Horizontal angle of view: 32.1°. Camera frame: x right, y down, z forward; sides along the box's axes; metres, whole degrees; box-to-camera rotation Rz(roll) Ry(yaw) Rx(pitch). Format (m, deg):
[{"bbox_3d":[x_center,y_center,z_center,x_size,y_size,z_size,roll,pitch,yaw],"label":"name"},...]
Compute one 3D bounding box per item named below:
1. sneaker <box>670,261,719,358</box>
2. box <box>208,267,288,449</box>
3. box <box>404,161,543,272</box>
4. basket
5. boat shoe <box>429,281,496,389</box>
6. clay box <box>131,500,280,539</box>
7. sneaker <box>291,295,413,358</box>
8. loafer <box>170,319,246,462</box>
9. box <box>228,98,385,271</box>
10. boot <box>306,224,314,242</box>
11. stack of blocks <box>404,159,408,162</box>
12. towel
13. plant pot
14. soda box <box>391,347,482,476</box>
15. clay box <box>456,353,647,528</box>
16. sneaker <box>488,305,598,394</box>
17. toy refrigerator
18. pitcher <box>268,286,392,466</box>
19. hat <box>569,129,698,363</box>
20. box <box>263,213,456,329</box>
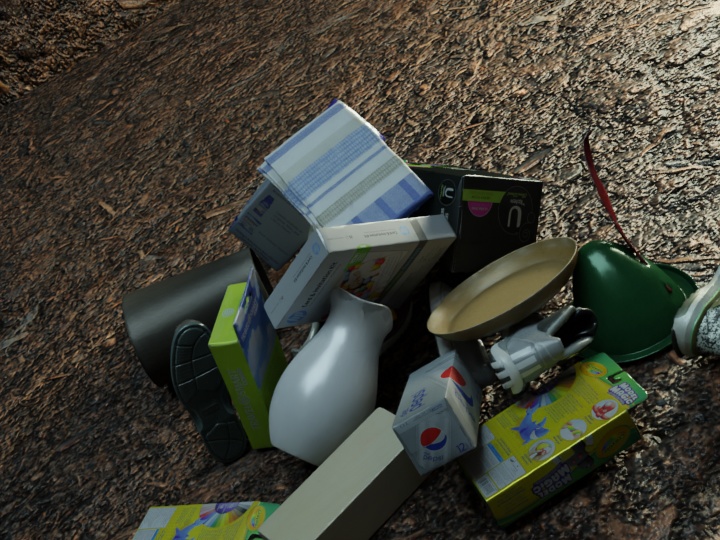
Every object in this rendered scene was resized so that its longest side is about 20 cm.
[{"bbox_3d":[0.425,0.030,1.354,0.088,0.077,0.200,26,65,40],"label":"sneaker"},{"bbox_3d":[-0.136,0.112,1.575,0.047,0.201,0.122,-8,35,14],"label":"box"},{"bbox_3d":[0.118,-0.074,1.650,0.148,0.125,0.199,-1,11,-37],"label":"box"},{"bbox_3d":[-0.226,0.059,1.810,0.199,0.137,0.181,-25,25,2],"label":"basket"},{"bbox_3d":[0.126,0.077,1.537,0.068,0.072,0.200,-11,29,2],"label":"boat shoe"},{"bbox_3d":[-0.184,0.328,1.451,0.199,0.048,0.115,-8,37,31],"label":"clay box"},{"bbox_3d":[-0.008,0.072,1.634,0.075,0.090,0.200,6,46,46],"label":"sneaker"},{"bbox_3d":[-0.199,0.148,1.583,0.071,0.201,0.063,-20,24,-12],"label":"loafer"},{"bbox_3d":[-0.081,-0.131,1.894,0.200,0.105,0.184,-43,11,38],"label":"box"},{"bbox_3d":[-0.038,-0.034,1.684,0.072,0.200,0.156,9,67,1],"label":"boot"},{"bbox_3d":[0.018,-0.079,1.868,0.115,0.059,0.200,-4,39,38],"label":"stack of blocks"},{"bbox_3d":[-0.022,-0.115,1.596,0.147,0.024,0.200,-40,63,-9],"label":"towel"},{"bbox_3d":[0.170,0.026,1.459,0.199,0.028,0.200,-31,13,8],"label":"plant pot"},{"bbox_3d":[0.087,0.149,1.356,0.068,0.064,0.200,-30,6,13],"label":"soda box"},{"bbox_3d":[0.204,0.175,1.321,0.199,0.048,0.115,-31,28,-3],"label":"clay box"},{"bbox_3d":[0.216,0.074,1.403,0.115,0.075,0.200,-29,7,18],"label":"sneaker"},{"bbox_3d":[-0.011,0.254,1.391,0.200,0.070,0.076,-44,40,-21],"label":"toy refrigerator"},{"bbox_3d":[-0.026,0.135,1.517,0.121,0.172,0.201,21,84,16],"label":"pitcher"},{"bbox_3d":[0.276,-0.019,1.431,0.165,0.177,0.200,-33,30,-6],"label":"hat"},{"bbox_3d":[0.000,0.000,1.523,0.199,0.156,0.041,-7,57,-38],"label":"box"}]
